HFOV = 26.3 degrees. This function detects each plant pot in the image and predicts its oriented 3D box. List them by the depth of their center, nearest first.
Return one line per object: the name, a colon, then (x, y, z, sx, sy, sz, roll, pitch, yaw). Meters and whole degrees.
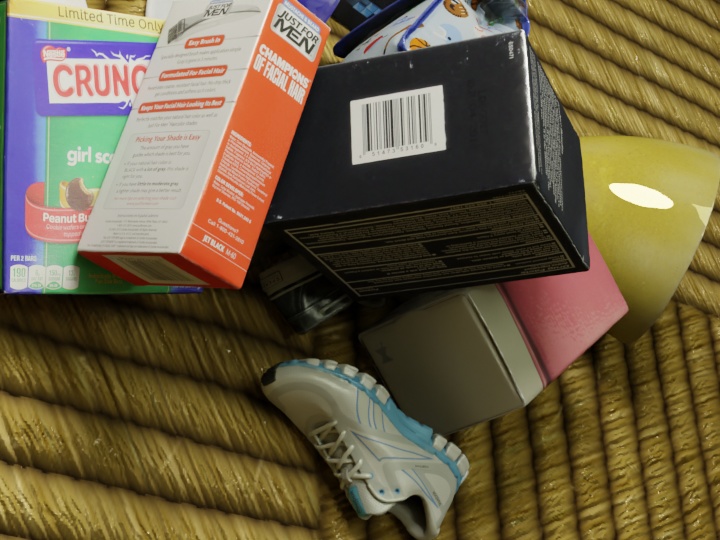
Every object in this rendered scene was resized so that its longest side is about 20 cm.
plant pot: (0.230, -0.050, 1.469, 0.142, 0.200, 0.200, 24, 47, -3)

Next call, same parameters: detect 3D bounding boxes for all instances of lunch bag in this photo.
lunch bag: (0.048, -0.174, 1.367, 0.124, 0.170, 0.200, 50, 43, -11)

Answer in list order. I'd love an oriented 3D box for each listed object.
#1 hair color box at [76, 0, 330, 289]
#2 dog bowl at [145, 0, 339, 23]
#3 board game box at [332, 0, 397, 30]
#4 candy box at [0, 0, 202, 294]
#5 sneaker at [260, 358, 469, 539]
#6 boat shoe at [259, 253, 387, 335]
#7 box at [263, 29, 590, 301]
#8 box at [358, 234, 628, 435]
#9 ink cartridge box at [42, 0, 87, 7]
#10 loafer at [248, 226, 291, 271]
hair color box: (-0.106, -0.089, 1.052, 0.064, 0.111, 0.200, 33, 68, -42)
dog bowl: (-0.087, -0.252, 1.261, 0.079, 0.200, 0.200, 29, 48, -31)
board game box: (0.034, -0.300, 1.407, 0.165, 0.200, 0.057, 30, 49, -26)
candy box: (-0.195, -0.083, 1.094, 0.169, 0.077, 0.200, 0, 89, -44)
sneaker: (0.002, 0.143, 1.200, 0.200, 0.075, 0.087, 35, 51, -22)
boat shoe: (0.000, 0.000, 1.297, 0.200, 0.072, 0.071, -26, 92, -38)
box: (0.051, -0.070, 1.142, 0.198, 0.200, 0.123, 45, 41, -64)
box: (0.118, 0.045, 1.321, 0.200, 0.128, 0.109, -34, 97, -48)
ink cartridge box: (-0.267, -0.190, 1.151, 0.116, 0.067, 0.200, -3, 69, -45)
loafer: (-0.086, -0.047, 1.203, 0.068, 0.076, 0.200, 40, 7, 7)
